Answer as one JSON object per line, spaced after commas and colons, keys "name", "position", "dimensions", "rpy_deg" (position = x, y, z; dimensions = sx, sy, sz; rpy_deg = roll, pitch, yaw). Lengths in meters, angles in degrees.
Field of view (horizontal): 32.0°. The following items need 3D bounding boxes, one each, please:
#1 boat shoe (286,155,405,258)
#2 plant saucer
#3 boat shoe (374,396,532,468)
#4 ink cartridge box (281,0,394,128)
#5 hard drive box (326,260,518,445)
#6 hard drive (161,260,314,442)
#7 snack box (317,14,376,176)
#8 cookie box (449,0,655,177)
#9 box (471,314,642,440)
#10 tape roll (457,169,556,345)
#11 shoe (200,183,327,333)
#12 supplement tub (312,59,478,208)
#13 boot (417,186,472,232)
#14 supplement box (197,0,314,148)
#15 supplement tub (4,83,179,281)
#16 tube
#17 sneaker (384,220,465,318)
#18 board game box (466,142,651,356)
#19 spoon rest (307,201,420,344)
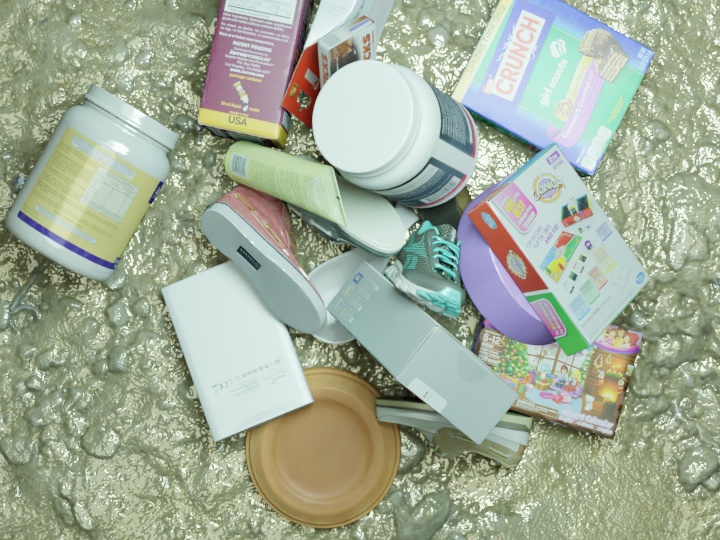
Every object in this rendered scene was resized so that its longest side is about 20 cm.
{"name": "boat shoe", "position": [-0.022, -0.067, 1.513], "dimensions": [0.199, 0.062, 0.073], "rpy_deg": [36, 52, 28]}
{"name": "plant saucer", "position": [-0.047, 0.222, 1.562], "dimensions": [0.197, 0.037, 0.203], "rpy_deg": [0, 90, 0]}
{"name": "boat shoe", "position": [0.112, 0.198, 1.540], "dimensions": [0.197, 0.075, 0.069], "rpy_deg": [10, 91, -4]}
{"name": "ink cartridge box", "position": [-0.021, -0.271, 1.496], "dimensions": [0.056, 0.162, 0.203], "rpy_deg": [17, 90, 11]}
{"name": "hard drive box", "position": [0.069, 0.092, 1.455], "dimensions": [0.156, 0.200, 0.077], "rpy_deg": [40, 90, -32]}
{"name": "hard drive", "position": [-0.152, 0.093, 1.547], "dimensions": [0.130, 0.026, 0.202], "rpy_deg": [-21, 79, 1]}
{"name": "snack box", "position": [-0.013, -0.203, 1.483], "dimensions": [0.072, 0.201, 0.024], "rpy_deg": [-35, 57, -25]}
{"name": "cookie box", "position": [0.231, -0.236, 1.539], "dimensions": [0.198, 0.075, 0.173], "rpy_deg": [28, 91, 1]}
{"name": "box", "position": [0.236, 0.116, 1.559], "dimensions": [0.197, 0.039, 0.139], "rpy_deg": [16, 90, 0]}
{"name": "tape roll", "position": [0.211, -0.016, 1.492], "dimensions": [0.198, 0.065, 0.203], "rpy_deg": [13, 64, -28]}
{"name": "shoe", "position": [-0.099, -0.021, 1.526], "dimensions": [0.200, 0.091, 0.071], "rpy_deg": [46, 134, -3]}
{"name": "supplement tub", "position": [0.043, -0.154, 1.433], "dimensions": [0.139, 0.199, 0.143], "rpy_deg": [-3, 82, 25]}
{"name": "boot", "position": [0.102, -0.102, 1.551], "dimensions": [0.073, 0.075, 0.202], "rpy_deg": [-23, 77, 28]}
{"name": "supplement box", "position": [-0.123, -0.258, 1.512], "dimensions": [0.102, 0.131, 0.203], "rpy_deg": [11, 89, 1]}
{"name": "supplement tub", "position": [-0.319, -0.106, 1.506], "dimensions": [0.144, 0.145, 0.202], "rpy_deg": [31, 91, 0]}
{"name": "tube", "position": [-0.083, -0.106, 1.456], "dimensions": [0.058, 0.199, 0.052], "rpy_deg": [25, 89, -42]}
{"name": "sneaker", "position": [0.082, -0.010, 1.427], "dimensions": [0.077, 0.200, 0.092], "rpy_deg": [27, 96, -17]}
{"name": "board game box", "position": [0.231, -0.027, 1.443], "dimensions": [0.153, 0.040, 0.201], "rpy_deg": [-38, 94, -38]}
{"name": "spoon rest", "position": [0.000, 0.000, 1.549], "dimensions": [0.099, 0.061, 0.201], "rpy_deg": [37, 90, 0]}
